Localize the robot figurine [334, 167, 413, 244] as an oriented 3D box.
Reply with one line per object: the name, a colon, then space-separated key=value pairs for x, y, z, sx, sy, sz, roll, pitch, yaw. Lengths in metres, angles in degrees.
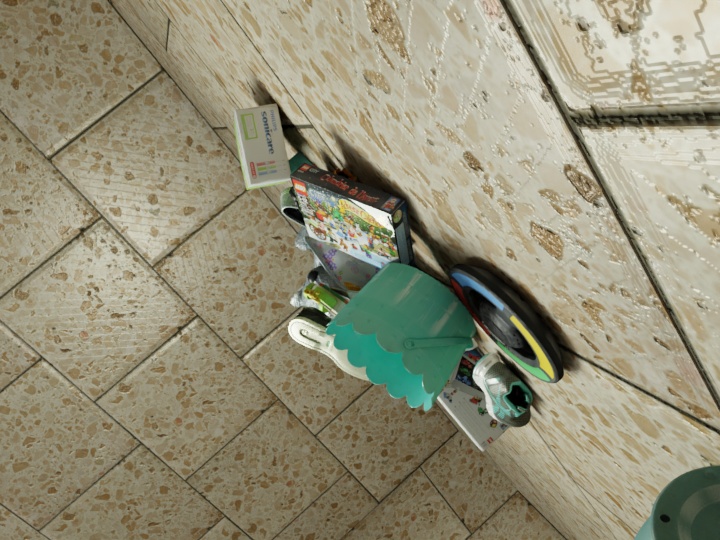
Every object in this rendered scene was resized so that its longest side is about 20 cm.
robot figurine: x=0.002 y=-0.097 z=1.012 sx=0.200 sy=0.058 sz=0.145 roll=49 pitch=174 yaw=-1

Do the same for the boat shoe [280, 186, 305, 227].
boat shoe: x=-0.086 y=-0.103 z=1.253 sx=0.201 sy=0.070 sz=0.072 roll=28 pitch=-134 yaw=-25

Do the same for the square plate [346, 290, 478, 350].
square plate: x=0.095 y=0.098 z=1.066 sx=0.198 sy=0.028 sz=0.200 roll=7 pitch=157 yaw=30

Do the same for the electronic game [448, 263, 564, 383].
electronic game: x=0.189 y=0.070 z=0.773 sx=0.200 sy=0.042 sz=0.200 roll=48 pitch=174 yaw=7

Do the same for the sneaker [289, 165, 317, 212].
sneaker: x=-0.084 y=-0.144 z=1.150 sx=0.077 sy=0.084 sz=0.200 roll=56 pitch=-172 yaw=21

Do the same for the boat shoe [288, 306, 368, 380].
boat shoe: x=-0.035 y=0.134 z=1.095 sx=0.200 sy=0.072 sz=0.068 roll=31 pitch=-151 yaw=3

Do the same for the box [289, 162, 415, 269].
box: x=-0.012 y=-0.079 z=0.915 sx=0.200 sy=0.038 sz=0.137 roll=25 pitch=148 yaw=31

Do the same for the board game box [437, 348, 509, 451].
board game box: x=0.233 y=0.254 z=1.190 sx=0.200 sy=0.126 sz=0.035 roll=51 pitch=173 yaw=-13

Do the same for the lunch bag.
lunch bag: x=0.000 y=0.000 z=1.157 sx=0.200 sy=0.127 sz=0.170 roll=53 pitch=-173 yaw=22

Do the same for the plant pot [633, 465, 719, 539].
plant pot: x=0.316 y=0.272 z=0.485 sx=0.200 sy=0.200 sz=0.188 roll=41 pitch=154 yaw=55

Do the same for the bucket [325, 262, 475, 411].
bucket: x=0.064 y=0.096 z=0.878 sx=0.207 sy=0.135 sz=0.207 roll=35 pitch=160 yaw=15

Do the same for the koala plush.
koala plush: x=-0.074 y=0.017 z=1.404 sx=0.177 sy=0.200 sz=0.184 roll=15 pitch=163 yaw=29

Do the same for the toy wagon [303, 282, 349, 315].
toy wagon: x=-0.037 y=0.073 z=1.073 sx=0.155 sy=0.040 sz=0.200 roll=33 pitch=171 yaw=34

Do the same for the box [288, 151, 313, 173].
box: x=-0.106 y=-0.179 z=1.329 sx=0.082 sy=0.049 sz=0.200 roll=46 pitch=173 yaw=24

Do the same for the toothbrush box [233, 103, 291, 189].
toothbrush box: x=-0.204 y=-0.247 z=1.197 sx=0.200 sy=0.086 sz=0.146 roll=-157 pitch=56 yaw=-74

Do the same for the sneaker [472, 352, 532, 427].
sneaker: x=0.275 y=0.238 z=1.061 sx=0.091 sy=0.078 sz=0.200 roll=35 pitch=166 yaw=52
